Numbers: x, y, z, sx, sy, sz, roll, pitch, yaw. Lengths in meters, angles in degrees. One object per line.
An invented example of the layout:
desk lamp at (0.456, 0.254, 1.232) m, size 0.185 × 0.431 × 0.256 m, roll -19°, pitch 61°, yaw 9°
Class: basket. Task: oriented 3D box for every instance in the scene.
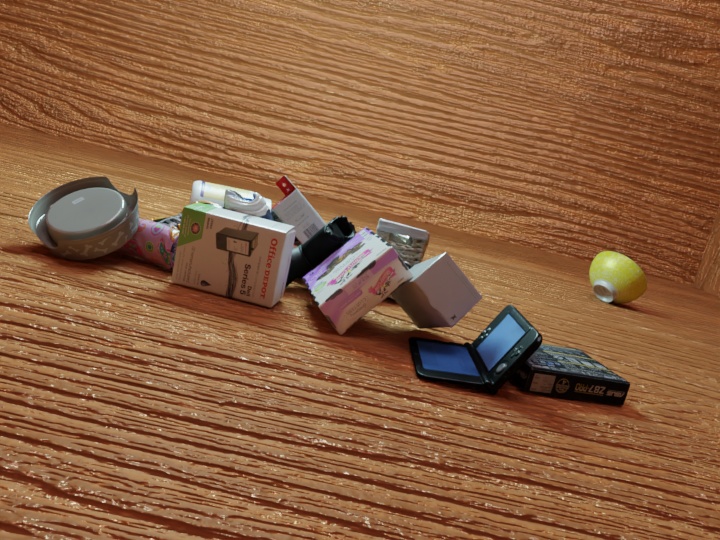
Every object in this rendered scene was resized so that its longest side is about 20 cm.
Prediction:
basket at (0.101, -0.048, 1.622) m, size 0.134 × 0.125 × 0.200 m, roll 15°, pitch -2°, yaw 7°

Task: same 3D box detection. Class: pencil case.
pencil case at (-0.434, -0.059, 1.249) m, size 0.198 × 0.089 × 0.087 m, roll 17°, pitch 11°, yaw 12°

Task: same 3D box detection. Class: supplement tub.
supplement tub at (-0.336, -0.138, 1.583) m, size 0.198 × 0.147 × 0.145 m, roll 10°, pitch 11°, yaw -17°

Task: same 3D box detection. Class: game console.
game console at (0.184, 0.115, 1.045) m, size 0.116 × 0.176 × 0.200 m, roll 40°, pitch 9°, yaw -8°

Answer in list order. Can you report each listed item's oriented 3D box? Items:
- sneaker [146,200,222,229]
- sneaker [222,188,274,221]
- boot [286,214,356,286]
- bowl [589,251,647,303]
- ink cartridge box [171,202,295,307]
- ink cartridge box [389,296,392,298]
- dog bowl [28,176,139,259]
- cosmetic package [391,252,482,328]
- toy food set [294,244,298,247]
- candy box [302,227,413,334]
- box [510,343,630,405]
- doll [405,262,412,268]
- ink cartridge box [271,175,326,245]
sneaker at (-0.393, -0.091, 1.379) m, size 0.198 × 0.079 × 0.077 m, roll -20°, pitch 27°, yaw -1°
sneaker at (-0.267, -0.084, 1.244) m, size 0.198 × 0.148 × 0.081 m, roll -11°, pitch 6°, yaw 14°
boot at (-0.104, -0.038, 1.280) m, size 0.198 × 0.162 × 0.074 m, roll -21°, pitch 79°, yaw -56°
bowl at (0.858, 0.045, 2.133) m, size 0.107 × 0.201 × 0.199 m, roll -40°, pitch 38°, yaw -21°
ink cartridge box at (-0.234, -0.030, 1.165) m, size 0.197 × 0.147 × 0.084 m, roll 13°, pitch 12°, yaw 3°
ink cartridge box at (0.000, 0.000, 1.460) m, size 0.198 × 0.041 × 0.200 m, roll 23°, pitch 6°, yaw -27°
dog bowl at (-0.514, -0.098, 1.183) m, size 0.197 × 0.059 × 0.201 m, roll -1°, pitch 42°, yaw 1°
cosmetic package at (0.131, 0.043, 1.152) m, size 0.108 × 0.085 × 0.200 m, roll 51°, pitch -13°, yaw -3°
toy food set at (-0.183, -0.032, 1.491) m, size 0.196 × 0.049 × 0.200 m, roll 15°, pitch 12°, yaw 10°
candy box at (-0.011, 0.012, 1.164) m, size 0.072 × 0.167 × 0.200 m, roll 52°, pitch -2°, yaw -19°
box at (0.342, 0.173, 1.102) m, size 0.198 × 0.050 × 0.161 m, roll 10°, pitch 13°, yaw -17°
doll at (0.127, 0.019, 1.461) m, size 0.199 × 0.049 × 0.136 m, roll 32°, pitch 0°, yaw -5°
ink cartridge box at (-0.185, -0.148, 1.641) m, size 0.176 × 0.084 × 0.200 m, roll 51°, pitch -11°, yaw -10°
